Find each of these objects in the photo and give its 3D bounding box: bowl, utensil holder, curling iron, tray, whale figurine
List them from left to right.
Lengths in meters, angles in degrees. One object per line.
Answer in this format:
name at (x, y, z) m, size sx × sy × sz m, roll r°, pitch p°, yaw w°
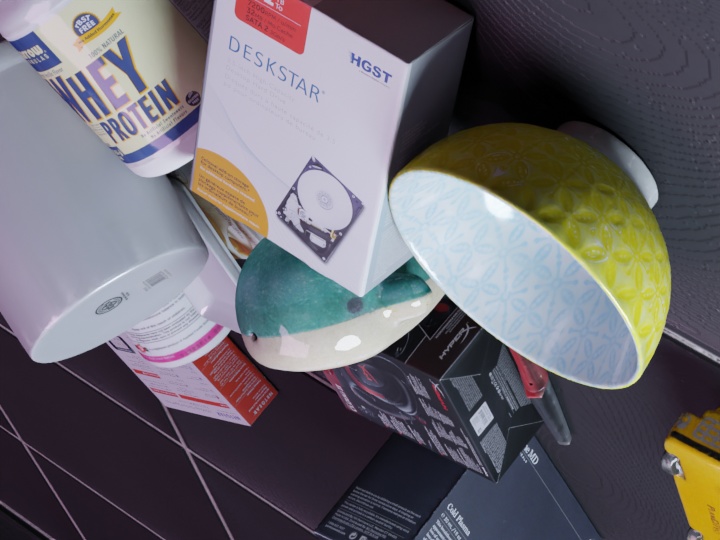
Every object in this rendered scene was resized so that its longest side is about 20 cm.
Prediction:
utensil holder at (-0.232, -0.054, 1.708) m, size 0.200 × 0.170 × 0.170 m, roll 58°, pitch 164°, yaw 12°
tray at (-0.136, -0.019, 1.840) m, size 0.107 × 0.022 × 0.200 m, roll 22°, pitch 153°, yaw 44°
whale figurine at (0.000, 0.000, 1.654) m, size 0.159 × 0.200 × 0.104 m, roll 4°, pitch 114°, yaw 61°
curling iron at (0.145, 0.091, 1.791) m, size 0.050 × 0.026 × 0.200 m, roll 33°, pitch 160°, yaw 29°
bowl at (0.127, -0.030, 1.440) m, size 0.200 × 0.108 × 0.200 m, roll 35°, pitch 159°, yaw 15°

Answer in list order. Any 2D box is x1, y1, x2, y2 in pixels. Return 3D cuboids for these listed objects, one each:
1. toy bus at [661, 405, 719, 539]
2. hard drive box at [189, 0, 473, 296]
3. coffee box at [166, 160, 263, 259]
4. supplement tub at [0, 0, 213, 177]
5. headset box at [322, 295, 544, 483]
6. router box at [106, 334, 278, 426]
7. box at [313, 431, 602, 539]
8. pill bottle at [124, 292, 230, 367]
toy bus at (0.276, 0.162, 1.625) m, size 0.065 × 0.078 × 0.200 m, roll 28°, pitch 157°, yaw 34°
hard drive box at (-0.024, -0.109, 1.492) m, size 0.156 × 0.077 × 0.200 m, roll 31°, pitch 135°, yaw 22°
coffee box at (-0.127, -0.074, 1.858) m, size 0.114 × 0.080 × 0.200 m, roll 49°, pitch 159°, yaw -22°
supplement tub at (-0.169, -0.182, 1.605) m, size 0.200 × 0.145 × 0.145 m, roll 47°, pitch 160°, yaw -19°
headset box at (0.038, 0.075, 1.880) m, size 0.200 × 0.075 × 0.149 m, roll 23°, pitch 154°, yaw 40°
router box at (-0.202, 0.077, 2.373) m, size 0.180 × 0.049 × 0.200 m, roll 50°, pitch 159°, yaw -25°
box at (0.088, 0.233, 1.971) m, size 0.104 × 0.182 × 0.200 m, roll 19°, pitch 151°, yaw 46°
pill bottle at (-0.205, -0.014, 2.083) m, size 0.113 × 0.113 × 0.200 m, roll 17°, pitch 150°, yaw 49°
